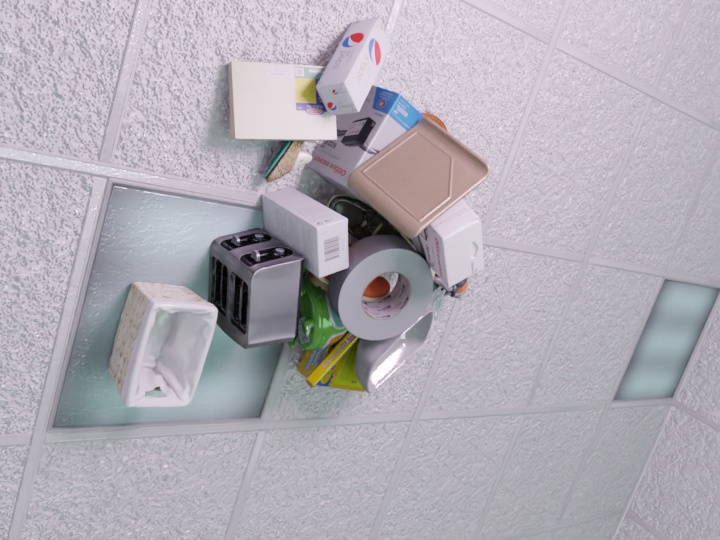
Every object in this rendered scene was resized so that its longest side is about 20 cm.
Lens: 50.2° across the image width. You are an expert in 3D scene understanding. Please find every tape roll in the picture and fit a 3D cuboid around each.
[{"bbox_3d":[0.039,0.034,1.483,0.198,0.066,0.202,-11,121,-18],"label":"tape roll"}]

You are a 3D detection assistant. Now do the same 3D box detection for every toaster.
[{"bbox_3d":[-0.197,0.039,1.442,0.118,0.180,0.202,-9,117,-34],"label":"toaster"}]

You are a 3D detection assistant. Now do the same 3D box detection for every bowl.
[{"bbox_3d":[0.061,0.156,1.656,0.199,0.075,0.200,-41,162,-21],"label":"bowl"}]

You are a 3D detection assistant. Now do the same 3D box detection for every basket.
[{"bbox_3d":[-0.362,0.130,1.385,0.135,0.123,0.202,8,106,-42],"label":"basket"}]

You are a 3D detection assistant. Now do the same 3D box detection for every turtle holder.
[{"bbox_3d":[-0.089,0.070,1.585,0.131,0.186,0.142,-7,142,-27],"label":"turtle holder"}]

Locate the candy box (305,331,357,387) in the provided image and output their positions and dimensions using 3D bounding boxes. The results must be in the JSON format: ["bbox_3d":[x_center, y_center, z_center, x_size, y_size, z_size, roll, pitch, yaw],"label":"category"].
[{"bbox_3d":[-0.039,0.162,1.603,0.200,0.026,0.102,-47,174,-12],"label":"candy box"}]

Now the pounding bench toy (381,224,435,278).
[{"bbox_3d":[0.080,-0.077,1.666,0.154,0.200,0.125,12,104,-10],"label":"pounding bench toy"}]

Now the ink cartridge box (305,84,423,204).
[{"bbox_3d":[0.006,-0.250,1.486,0.083,0.145,0.201,31,91,-43],"label":"ink cartridge box"}]

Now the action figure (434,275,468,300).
[{"bbox_3d":[0.186,0.010,1.810,0.200,0.104,0.194,-48,128,-9],"label":"action figure"}]

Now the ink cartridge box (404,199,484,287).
[{"bbox_3d":[0.140,-0.091,1.442,0.084,0.200,0.146,-29,141,-11],"label":"ink cartridge box"}]

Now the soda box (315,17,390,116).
[{"bbox_3d":[-0.010,-0.375,1.404,0.068,0.063,0.201,60,40,-41],"label":"soda box"}]

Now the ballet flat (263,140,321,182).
[{"bbox_3d":[-0.109,-0.242,1.440,0.065,0.071,0.201,29,94,-16],"label":"ballet flat"}]

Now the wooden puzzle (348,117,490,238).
[{"bbox_3d":[0.106,-0.168,1.389,0.200,0.185,0.037,-40,151,-12],"label":"wooden puzzle"}]

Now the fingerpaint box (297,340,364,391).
[{"bbox_3d":[-0.028,0.160,1.722,0.166,0.073,0.202,15,101,-45],"label":"fingerpaint box"}]

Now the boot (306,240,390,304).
[{"bbox_3d":[0.000,0.000,1.529,0.199,0.075,0.108,18,110,-40],"label":"boot"}]

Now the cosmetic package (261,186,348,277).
[{"bbox_3d":[-0.105,-0.075,1.442,0.071,0.200,0.102,-19,123,-31],"label":"cosmetic package"}]

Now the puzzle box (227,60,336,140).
[{"bbox_3d":[-0.137,-0.299,1.369,0.198,0.025,0.135,-4,94,-28],"label":"puzzle box"}]

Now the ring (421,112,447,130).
[{"bbox_3d":[0.119,-0.245,1.676,0.199,0.019,0.202,-19,124,-31],"label":"ring"}]

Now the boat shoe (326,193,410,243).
[{"bbox_3d":[0.024,-0.084,1.516,0.199,0.065,0.074,30,95,-17],"label":"boat shoe"}]
